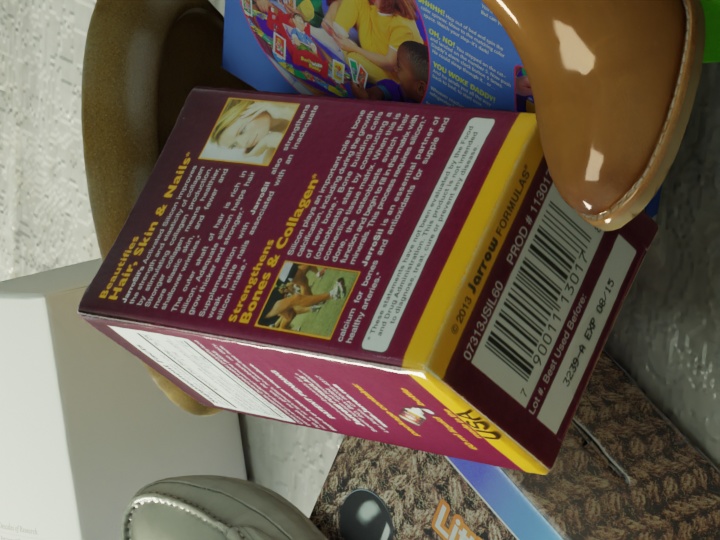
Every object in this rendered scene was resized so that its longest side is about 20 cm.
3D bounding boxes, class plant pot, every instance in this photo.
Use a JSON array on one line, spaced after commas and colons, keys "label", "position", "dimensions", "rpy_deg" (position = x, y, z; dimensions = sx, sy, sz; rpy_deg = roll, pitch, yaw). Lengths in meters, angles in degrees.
[{"label": "plant pot", "position": [-0.070, -0.037, 1.258], "dimensions": [0.027, 0.200, 0.201], "rpy_deg": [-8, 96, 17]}]

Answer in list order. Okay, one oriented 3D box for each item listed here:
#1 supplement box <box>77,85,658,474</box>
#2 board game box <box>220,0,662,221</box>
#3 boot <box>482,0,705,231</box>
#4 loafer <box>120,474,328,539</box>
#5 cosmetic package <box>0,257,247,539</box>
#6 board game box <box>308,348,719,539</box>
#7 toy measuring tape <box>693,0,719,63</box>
[{"label": "supplement box", "position": [0.000, 0.000, 1.116], "dimensions": [0.200, 0.086, 0.111], "rpy_deg": [8, 66, 46]}, {"label": "board game box", "position": [0.033, -0.095, 1.148], "dimensions": [0.200, 0.045, 0.135], "rpy_deg": [33, 142, 25]}, {"label": "boot", "position": [0.040, -0.120, 0.987], "dimensions": [0.077, 0.155, 0.201], "rpy_deg": [-14, 69, 52]}, {"label": "loafer", "position": [-0.040, 0.139, 1.191], "dimensions": [0.200, 0.070, 0.070], "rpy_deg": [23, 118, 45]}, {"label": "cosmetic package", "position": [-0.118, 0.097, 1.399], "dimensions": [0.085, 0.107, 0.201], "rpy_deg": [0, 99, 51]}, {"label": "board game box", "position": [0.061, 0.140, 1.204], "dimensions": [0.159, 0.097, 0.200], "rpy_deg": [48, 134, 30]}, {"label": "toy measuring tape", "position": [0.197, -0.100, 1.009], "dimensions": [0.199, 0.074, 0.074], "rpy_deg": [-1, 101, 28]}]
